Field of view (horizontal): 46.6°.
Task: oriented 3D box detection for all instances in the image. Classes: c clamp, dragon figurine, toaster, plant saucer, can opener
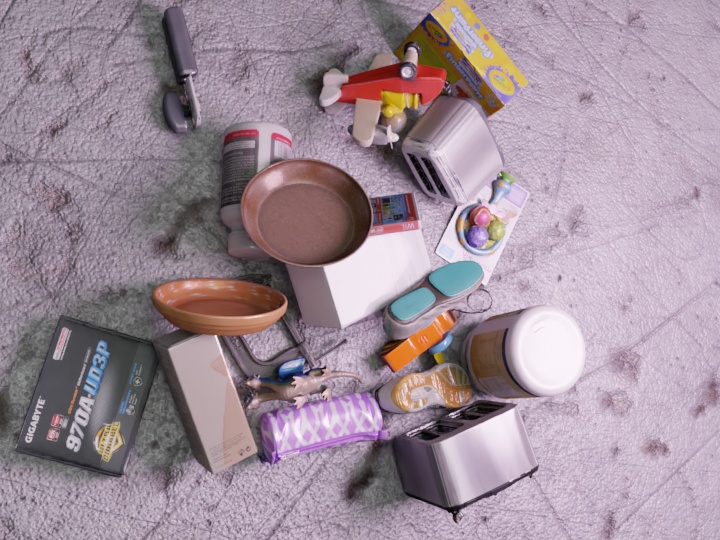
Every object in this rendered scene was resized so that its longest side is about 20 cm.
[{"bbox_3d":[-0.142,0.087,1.352,0.170,0.027,0.201,-37,96,-17],"label":"c clamp"},{"bbox_3d":[-0.096,0.175,1.320,0.198,0.099,0.060,-16,104,-38],"label":"dragon figurine"},{"bbox_3d":[0.167,0.296,1.335,0.179,0.200,0.120,-20,92,-21],"label":"toaster"},{"bbox_3d":[-0.208,0.054,1.234,0.197,0.200,0.038,2,104,-20],"label":"plant saucer"},{"bbox_3d":[0.156,-0.208,1.437,0.129,0.113,0.201,-49,133,-16],"label":"toaster"},{"bbox_3d":[-0.298,-0.321,1.347,0.066,0.053,0.203,-13,84,-22],"label":"can opener"},{"bbox_3d":[-0.081,-0.080,1.248,0.197,0.037,0.203,5,57,-8],"label":"plant saucer"}]

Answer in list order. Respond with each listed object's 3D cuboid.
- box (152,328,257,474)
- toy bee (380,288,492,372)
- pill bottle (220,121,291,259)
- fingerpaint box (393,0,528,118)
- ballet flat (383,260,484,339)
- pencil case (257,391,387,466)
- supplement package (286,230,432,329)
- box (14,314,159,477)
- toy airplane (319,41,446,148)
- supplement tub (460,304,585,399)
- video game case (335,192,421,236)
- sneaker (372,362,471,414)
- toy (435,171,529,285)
[{"bbox_3d":[-0.231,0.186,1.239,0.077,0.095,0.202,-22,104,-25],"label":"box"},{"bbox_3d":[0.125,0.098,1.417,0.197,0.109,0.133,-14,102,-1],"label":"toy bee"},{"bbox_3d":[-0.167,-0.125,1.331,0.109,0.111,0.203,5,79,-19],"label":"pill bottle"},{"bbox_3d":[0.174,-0.358,1.466,0.073,0.167,0.200,-43,96,-21],"label":"fingerpaint box"},{"bbox_3d":[0.113,0.046,1.328,0.199,0.064,0.067,-28,60,-29],"label":"ballet flat"},{"bbox_3d":[-0.063,0.248,1.316,0.198,0.086,0.085,-11,125,-21],"label":"pencil case"},{"bbox_3d":[0.000,0.000,1.341,0.199,0.117,0.118,-24,103,-32],"label":"supplement package"},{"bbox_3d":[-0.395,0.185,1.227,0.157,0.046,0.202,20,74,-17],"label":"box"},{"bbox_3d":[0.029,-0.290,1.417,0.199,0.199,0.142,-39,131,-13],"label":"toy airplane"},{"bbox_3d":[0.264,0.140,1.395,0.142,0.200,0.147,3,80,-19],"label":"supplement tub"},{"bbox_3d":[-0.006,-0.084,1.337,0.197,0.143,0.018,-8,113,3],"label":"video game case"},{"bbox_3d":[0.102,0.199,1.397,0.198,0.087,0.077,5,74,-43],"label":"sneaker"},{"bbox_3d":[0.229,-0.091,1.504,0.114,0.047,0.202,31,71,-11],"label":"toy"}]
